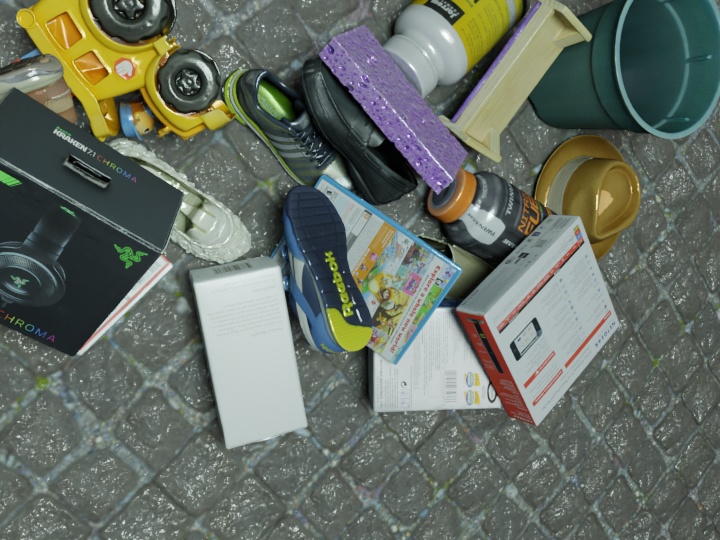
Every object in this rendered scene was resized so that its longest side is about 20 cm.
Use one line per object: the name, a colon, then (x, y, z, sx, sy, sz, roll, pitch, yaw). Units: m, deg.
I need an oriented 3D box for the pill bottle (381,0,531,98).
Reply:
pill bottle: (0.113, -0.305, 0.858, 0.200, 0.111, 0.111, -46, 112, -14)

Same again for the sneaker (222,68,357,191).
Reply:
sneaker: (-0.072, -0.159, 0.800, 0.200, 0.081, 0.074, 38, 79, -24)

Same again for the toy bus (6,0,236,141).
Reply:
toy bus: (-0.251, -0.199, 0.693, 0.192, 0.136, 0.200, -34, 111, -1)

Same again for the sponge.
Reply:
sponge: (0.044, -0.185, 0.773, 0.200, 0.030, 0.112, 49, 30, -7)

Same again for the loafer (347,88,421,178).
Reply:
loafer: (0.050, -0.169, 0.863, 0.199, 0.071, 0.073, 17, 88, -26)

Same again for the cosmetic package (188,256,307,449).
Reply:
cosmetic package: (-0.131, 0.093, 0.794, 0.101, 0.074, 0.201, -11, 104, -16)

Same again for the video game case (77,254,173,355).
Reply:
video game case: (-0.322, -0.026, 0.730, 0.143, 0.017, 0.200, -46, 112, -14)

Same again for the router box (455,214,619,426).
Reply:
router box: (0.229, 0.060, 0.854, 0.200, 0.049, 0.180, -41, 117, -25)

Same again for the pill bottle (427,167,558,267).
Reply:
pill bottle: (0.185, -0.064, 0.913, 0.199, 0.106, 0.107, 26, 84, -28)

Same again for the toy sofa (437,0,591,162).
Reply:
toy sofa: (0.182, -0.248, 0.857, 0.083, 0.098, 0.200, 16, 117, -48)

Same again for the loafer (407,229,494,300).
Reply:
loafer: (0.111, 0.001, 0.910, 0.199, 0.068, 0.076, 19, 87, -25)

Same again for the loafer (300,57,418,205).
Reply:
loafer: (0.001, -0.161, 0.782, 0.201, 0.070, 0.068, 54, 33, -35)

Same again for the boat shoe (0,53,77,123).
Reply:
boat shoe: (-0.359, -0.139, 0.637, 0.199, 0.076, 0.072, -11, 124, 14)

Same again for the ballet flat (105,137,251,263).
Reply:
ballet flat: (-0.203, -0.070, 0.757, 0.200, 0.072, 0.072, 37, 79, -24)

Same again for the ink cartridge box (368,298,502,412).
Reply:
ink cartridge box: (0.110, 0.108, 0.883, 0.199, 0.076, 0.137, -1, 97, -3)

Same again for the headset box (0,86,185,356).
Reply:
headset box: (-0.285, -0.039, 0.626, 0.174, 0.093, 0.200, 34, 125, -25)

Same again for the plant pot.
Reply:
plant pot: (0.342, -0.273, 0.920, 0.199, 0.196, 0.201, -3, 97, -26)

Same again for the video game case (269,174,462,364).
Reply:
video game case: (0.000, 0.000, 0.815, 0.200, 0.018, 0.143, 34, 102, 2)

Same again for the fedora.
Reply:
fedora: (0.350, -0.102, 1.004, 0.200, 0.082, 0.202, -3, 96, -24)

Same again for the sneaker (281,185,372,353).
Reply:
sneaker: (-0.054, 0.002, 0.773, 0.074, 0.082, 0.201, -6, 76, -38)
